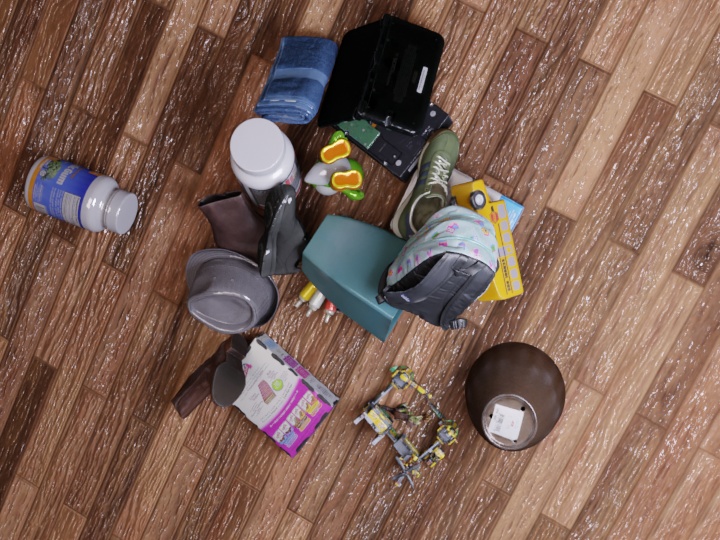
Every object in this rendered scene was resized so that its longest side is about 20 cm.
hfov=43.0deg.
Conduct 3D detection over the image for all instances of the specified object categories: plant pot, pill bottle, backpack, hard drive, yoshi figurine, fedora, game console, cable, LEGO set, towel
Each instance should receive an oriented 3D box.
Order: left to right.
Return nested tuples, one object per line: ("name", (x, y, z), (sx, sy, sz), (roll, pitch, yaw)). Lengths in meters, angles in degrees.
("pill bottle", (-0.539, -0.142, 1.777), (0.197, 0.112, 0.114), (19, 100, 10))
("fedora", (-0.254, 0.054, 1.713), (0.196, 0.091, 0.179), (12, 126, 10))
("pill bottle", (-0.169, -0.189, 1.631), (0.113, 0.200, 0.118), (0, 78, 2))
("towel", (-0.111, -0.341, 1.623), (0.109, 0.202, 0.049), (4, 140, 15))
("cable", (-0.044, 0.000, 1.710), (0.096, 0.050, 0.203), (25, 101, 8))
("yoshi figurine", (-0.031, -0.178, 1.627), (0.111, 0.200, 0.114), (28, 84, -7))
("plant pot", (0.000, 0.000, 1.628), (0.198, 0.142, 0.142), (31, 70, 8))
("game console", (0.036, -0.333, 1.616), (0.173, 0.116, 0.204), (18, 74, -7))
("hard drive", (0.049, -0.265, 1.622), (0.199, 0.038, 0.140), (39, 91, 27))
("LEGO set", (0.082, 0.284, 1.677), (0.153, 0.116, 0.202), (-34, 88, 14))
("backpack", (0.133, -0.006, 1.461), (0.164, 0.129, 0.200), (17, 145, -19))
("plant pot", (0.263, 0.237, 1.589), (0.183, 0.200, 0.191), (2, 97, 13))

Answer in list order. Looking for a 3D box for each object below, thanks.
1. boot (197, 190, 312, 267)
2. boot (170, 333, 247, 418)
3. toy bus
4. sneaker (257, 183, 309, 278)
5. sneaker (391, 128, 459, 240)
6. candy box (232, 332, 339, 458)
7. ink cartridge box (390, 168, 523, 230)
("boot", (-0.188, -0.075, 1.686), (0.196, 0.073, 0.168), (-6, 134, 20))
("boot", (-0.295, 0.232, 1.713), (0.064, 0.188, 0.199), (40, 119, -18))
("toy bus", (0.212, -0.052, 1.540), (0.065, 0.077, 0.204), (-7, 97, 57))
("sneaker", (-0.130, -0.071, 1.620), (0.089, 0.077, 0.202), (1, 136, -16))
("sneaker", (0.125, -0.138, 1.537), (0.066, 0.090, 0.203), (24, 94, -24))
("candy box", (-0.158, 0.238, 1.757), (0.199, 0.061, 0.137), (41, 103, 5))
("ink cartridge box", (0.173, -0.096, 1.632), (0.198, 0.084, 0.148), (30, 101, 9))
